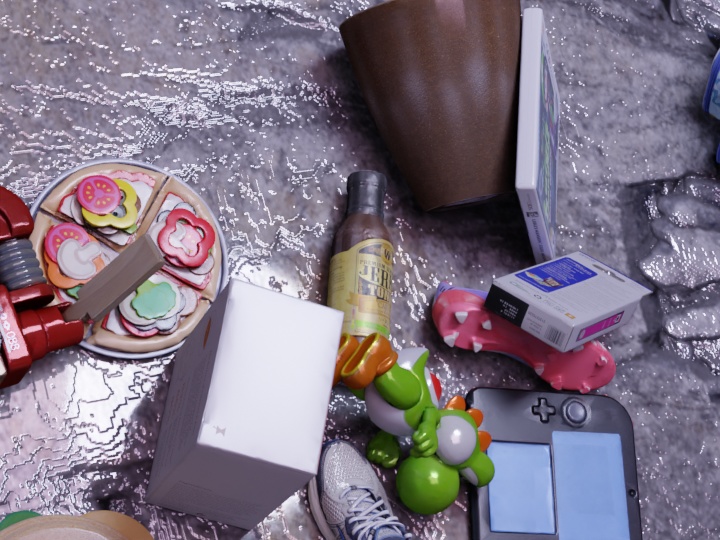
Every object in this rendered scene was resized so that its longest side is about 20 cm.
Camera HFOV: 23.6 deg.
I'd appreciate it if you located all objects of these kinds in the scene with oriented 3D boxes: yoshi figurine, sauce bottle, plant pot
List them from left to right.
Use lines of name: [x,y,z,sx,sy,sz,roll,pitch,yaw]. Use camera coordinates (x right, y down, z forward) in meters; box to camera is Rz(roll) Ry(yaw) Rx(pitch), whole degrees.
sauce bottle: [0.000,0.000,1.671,0.064,0.065,0.202,10,67,-17]
yoshi figurine: [0.040,0.153,1.591,0.200,0.112,0.113,44,25,-23]
plant pot: [0.090,-0.165,1.723,0.185,0.187,0.202,-11,86,-25]

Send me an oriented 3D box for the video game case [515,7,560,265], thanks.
video game case: [0.181,-0.131,1.738,0.023,0.182,0.202,-1,66,13]

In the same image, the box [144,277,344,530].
box: [-0.104,0.122,1.504,0.105,0.200,0.154,17,65,-14]

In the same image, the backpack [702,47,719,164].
backpack: [0.456,-0.200,1.870,0.146,0.184,0.201,27,63,17]

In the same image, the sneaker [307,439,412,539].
sneaker: [0.015,0.243,1.566,0.076,0.085,0.201,-13,74,-25]

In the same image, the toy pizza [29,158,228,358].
toy pizza: [-0.217,-0.016,1.611,0.198,0.032,0.202,8,67,-18]

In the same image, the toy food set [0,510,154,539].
toy food set: [-0.258,0.300,1.458,0.196,0.049,0.202,0,70,-21]

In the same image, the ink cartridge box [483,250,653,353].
ink cartridge box: [0.209,0.027,1.707,0.094,0.037,0.199,30,25,24]

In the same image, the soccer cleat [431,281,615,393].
soccer cleat: [0.163,0.062,1.709,0.198,0.067,0.077,18,30,-16]

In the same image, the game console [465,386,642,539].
game console: [0.189,0.215,1.677,0.175,0.031,0.202,7,66,-19]

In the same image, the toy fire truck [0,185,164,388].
toy fire truck: [-0.294,-0.001,1.526,0.199,0.129,0.177,-15,74,-31]
